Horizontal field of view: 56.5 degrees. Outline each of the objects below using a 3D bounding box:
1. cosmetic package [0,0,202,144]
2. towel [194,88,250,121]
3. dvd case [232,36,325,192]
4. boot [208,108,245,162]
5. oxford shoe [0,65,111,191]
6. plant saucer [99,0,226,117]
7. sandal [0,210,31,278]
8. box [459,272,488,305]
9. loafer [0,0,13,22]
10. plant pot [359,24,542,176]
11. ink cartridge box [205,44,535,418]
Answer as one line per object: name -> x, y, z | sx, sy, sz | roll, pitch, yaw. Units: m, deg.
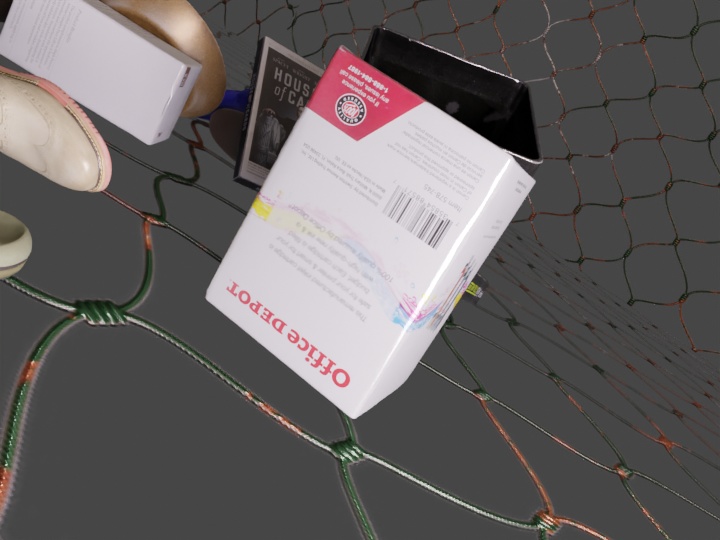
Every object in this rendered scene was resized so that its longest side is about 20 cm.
cosmetic package -> -0.291, -0.239, 0.754 | 0.198, 0.103, 0.074 | 32, 16, -6
towel -> -0.154, -0.244, 0.988 | 0.197, 0.051, 0.147 | 8, 3, 33
dvd case -> -0.084, -0.184, 0.878 | 0.148, 0.204, 0.025 | 21, -22, -36
boot -> -0.136, -0.189, 1.000 | 0.184, 0.065, 0.200 | 30, 13, -18
oxford shoe -> -0.272, -0.111, 0.484 | 0.198, 0.072, 0.074 | 31, 35, 8
plant saucer -> -0.261, -0.266, 0.829 | 0.198, 0.201, 0.036 | 32, 55, -2
sandal -> -0.239, -0.036, 0.294 | 0.079, 0.058, 0.200 | 38, 16, 23
box -> 0.074, -0.031, 0.898 | 0.199, 0.048, 0.193 | 37, 7, 16
loafer -> -0.466, -0.363, 0.869 | 0.071, 0.073, 0.201 | 27, 23, -39
plant pot -> 0.067, -0.126, 0.746 | 0.196, 0.179, 0.202 | 19, 38, -5
ink cartridge box -> 0.012, -0.025, 0.501 | 0.144, 0.202, 0.144 | 36, 13, 15
